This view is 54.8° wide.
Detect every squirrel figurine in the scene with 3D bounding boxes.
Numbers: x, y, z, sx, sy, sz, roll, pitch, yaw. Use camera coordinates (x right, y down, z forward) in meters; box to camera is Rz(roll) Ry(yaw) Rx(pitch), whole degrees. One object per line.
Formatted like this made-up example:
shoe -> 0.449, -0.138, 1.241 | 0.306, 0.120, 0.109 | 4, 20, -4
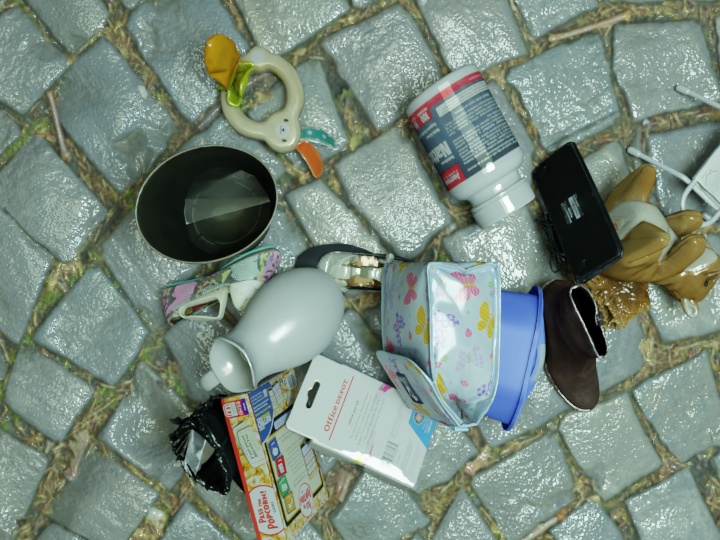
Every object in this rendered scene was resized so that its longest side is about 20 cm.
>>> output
squirrel figurine -> 0.402, -0.007, 0.981 | 0.184, 0.144, 0.200 | 29, 129, -24

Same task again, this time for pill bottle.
pill bottle -> 0.158, -0.168, 0.972 | 0.118, 0.120, 0.203 | -30, 91, 0

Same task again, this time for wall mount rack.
wall mount rack -> 0.497, -0.168, 1.002 | 0.173, 0.075, 0.201 | 39, 90, -5

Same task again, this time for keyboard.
keyboard -> 0.298, -0.075, 0.975 | 0.103, 0.039, 0.204 | -36, 49, 34

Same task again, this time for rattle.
rattle -> -0.116, -0.229, 0.964 | 0.129, 0.143, 0.202 | -35, 85, -18

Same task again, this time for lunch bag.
lunch bag -> 0.095, 0.091, 0.894 | 0.123, 0.169, 0.207 | -1, 91, -18

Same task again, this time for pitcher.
pitcher -> -0.124, 0.088, 0.952 | 0.199, 0.170, 0.123 | -38, 95, -41

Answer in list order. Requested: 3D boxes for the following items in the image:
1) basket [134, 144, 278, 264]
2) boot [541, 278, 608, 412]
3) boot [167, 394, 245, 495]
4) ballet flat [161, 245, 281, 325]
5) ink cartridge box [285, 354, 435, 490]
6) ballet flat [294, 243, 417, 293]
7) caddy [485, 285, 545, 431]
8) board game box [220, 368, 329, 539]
basket -> -0.187, -0.080, 0.931 | 0.175, 0.200, 0.140 | -15, 90, -1
boot -> 0.299, 0.112, 0.954 | 0.071, 0.166, 0.205 | -20, 91, 0
boot -> -0.176, 0.263, 0.956 | 0.073, 0.162, 0.200 | -35, 91, 2
ballet flat -> -0.194, 0.031, 0.983 | 0.195, 0.069, 0.073 | -20, 67, 14
ink cartridge box -> 0.000, 0.215, 0.988 | 0.196, 0.068, 0.117 | 25, 69, -1
ballet flat -> 0.000, 0.000, 1.000 | 0.194, 0.073, 0.075 | 7, 91, 0
caddy -> 0.205, 0.117, 0.968 | 0.102, 0.141, 0.206 | 13, 91, 4
board game box -> -0.113, 0.251, 0.960 | 0.045, 0.151, 0.206 | -15, 91, 19
